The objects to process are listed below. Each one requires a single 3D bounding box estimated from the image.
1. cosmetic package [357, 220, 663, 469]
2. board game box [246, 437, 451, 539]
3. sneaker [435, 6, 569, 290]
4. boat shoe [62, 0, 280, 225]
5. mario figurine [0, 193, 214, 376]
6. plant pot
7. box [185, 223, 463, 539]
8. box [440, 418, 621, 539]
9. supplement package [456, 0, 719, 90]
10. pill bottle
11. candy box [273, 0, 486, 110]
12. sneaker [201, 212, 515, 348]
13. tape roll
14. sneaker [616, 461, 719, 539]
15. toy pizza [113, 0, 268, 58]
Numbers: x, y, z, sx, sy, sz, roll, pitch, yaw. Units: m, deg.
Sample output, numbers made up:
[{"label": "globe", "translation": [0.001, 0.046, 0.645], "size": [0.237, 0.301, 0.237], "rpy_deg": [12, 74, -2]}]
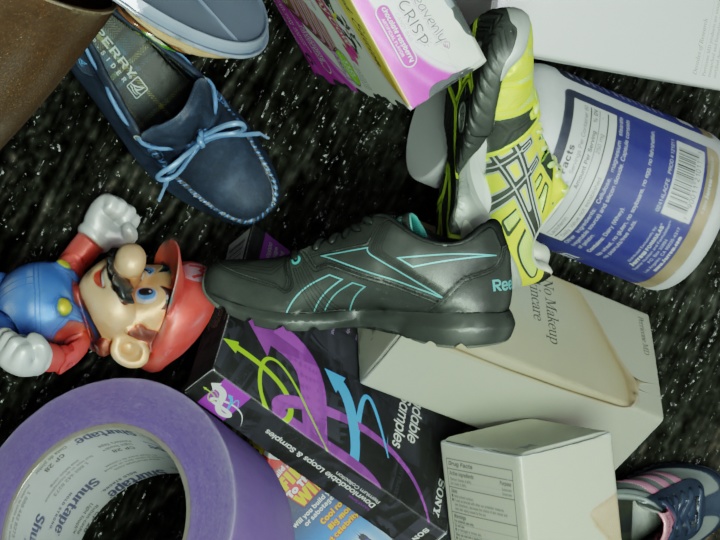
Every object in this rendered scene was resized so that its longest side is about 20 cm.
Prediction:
[{"label": "cosmetic package", "translation": [0.099, 0.052, 1.606], "size": [0.199, 0.104, 0.073], "rpy_deg": [20, 131, -22]}, {"label": "board game box", "translation": [-0.032, 0.186, 1.620], "size": [0.200, 0.062, 0.200], "rpy_deg": [-45, 109, -6]}, {"label": "sneaker", "translation": [0.093, -0.076, 1.499], "size": [0.076, 0.076, 0.201], "rpy_deg": [1, 126, -7]}, {"label": "boat shoe", "translation": [-0.128, -0.098, 1.535], "size": [0.200, 0.069, 0.084], "rpy_deg": [41, 86, -20]}, {"label": "mario figurine", "translation": [-0.188, 0.008, 1.509], "size": [0.199, 0.106, 0.124], "rpy_deg": [-2, 82, -11]}, {"label": "plant pot", "translation": [-0.276, -0.120, 1.437], "size": [0.186, 0.187, 0.201], "rpy_deg": [27, 105, -20]}, {"label": "box", "translation": [-0.016, 0.078, 1.572], "size": [0.200, 0.143, 0.036], "rpy_deg": [38, 128, -21]}, {"label": "box", "translation": [0.115, 0.203, 1.538], "size": [0.077, 0.095, 0.201], "rpy_deg": [-10, 100, -31]}, {"label": "supplement package", "translation": [0.161, -0.194, 1.587], "size": [0.199, 0.121, 0.121], "rpy_deg": [8, 97, -20]}, {"label": "pill bottle", "translation": [0.138, -0.071, 1.604], "size": [0.199, 0.116, 0.116], "rpy_deg": [21, 92, -19]}, {"label": "candy box", "translation": [-0.008, -0.181, 1.491], "size": [0.061, 0.200, 0.137], "rpy_deg": [-33, 107, -10]}, {"label": "sneaker", "translation": [0.000, 0.000, 1.489], "size": [0.199, 0.075, 0.080], "rpy_deg": [4, 99, 9]}, {"label": "tape roll", "translation": [-0.147, 0.175, 1.500], "size": [0.200, 0.200, 0.085], "rpy_deg": [-52, 145, -4]}, {"label": "sneaker", "translation": [0.201, 0.177, 1.662], "size": [0.199, 0.082, 0.071], "rpy_deg": [-9, 97, -38]}, {"label": "toy pizza", "translation": [-0.141, -0.193, 1.458], "size": [0.200, 0.201, 0.032], "rpy_deg": [33, 113, -21]}]
